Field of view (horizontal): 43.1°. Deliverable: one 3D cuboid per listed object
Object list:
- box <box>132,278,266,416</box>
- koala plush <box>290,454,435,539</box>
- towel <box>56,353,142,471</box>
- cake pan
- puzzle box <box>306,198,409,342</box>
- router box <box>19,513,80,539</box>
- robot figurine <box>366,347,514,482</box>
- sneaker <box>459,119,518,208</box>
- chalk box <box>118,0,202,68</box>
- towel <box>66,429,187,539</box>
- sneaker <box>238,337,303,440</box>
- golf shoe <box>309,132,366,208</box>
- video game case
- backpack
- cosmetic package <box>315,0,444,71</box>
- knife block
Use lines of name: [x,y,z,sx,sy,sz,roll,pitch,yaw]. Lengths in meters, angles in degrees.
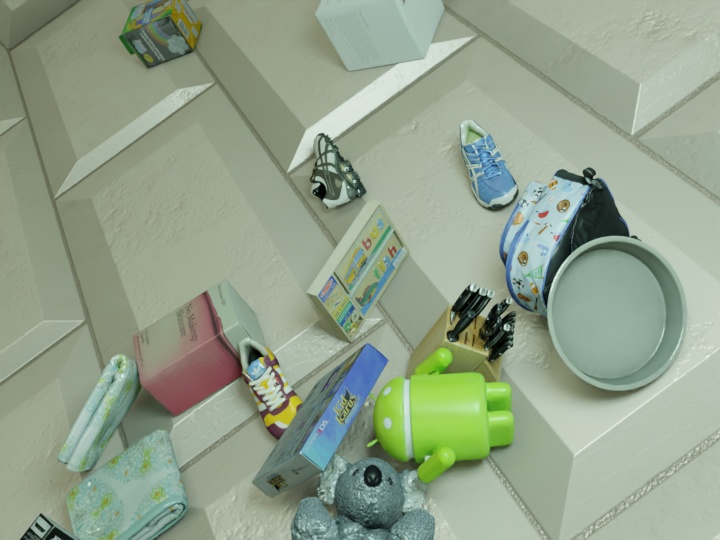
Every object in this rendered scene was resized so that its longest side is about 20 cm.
box: [-0.275,0.132,1.566,0.199,0.109,0.128,-32,41,4]
koala plush: [0.005,0.326,1.186,0.175,0.185,0.201,5,36,2]
towel: [-0.427,0.241,1.519,0.048,0.171,0.201,26,77,-1]
cake pan: [0.334,0.056,1.206,0.200,0.200,0.037,-44,6,-11]
puzzle box: [0.000,0.000,1.492,0.025,0.133,0.201,13,61,40]
router box: [-0.429,0.461,1.299,0.051,0.200,0.150,18,64,44]
robot figurine: [0.107,0.199,1.236,0.198,0.116,0.177,-3,55,7]
sneaker: [0.210,-0.182,1.564,0.075,0.077,0.201,-27,44,5]
chalk box: [-0.544,-0.634,2.421,0.198,0.125,0.125,-12,47,21]
towel: [-0.375,0.367,1.453,0.199,0.048,0.172,-35,43,0]
sneaker: [-0.146,0.190,1.444,0.075,0.090,0.200,-37,43,-3]
golf shoe: [-0.068,-0.193,1.752,0.094,0.078,0.200,-34,41,1]
video game case: [-0.057,0.216,1.300,0.201,0.045,0.181,-56,7,-36]
backpack: [0.286,-0.027,1.303,0.153,0.200,0.192,12,66,46]
cosmetic package: [0.043,-0.552,1.940,0.198,0.167,0.168,-1,52,32]
knife block: [0.130,0.095,1.291,0.198,0.176,0.064,-9,46,26]
